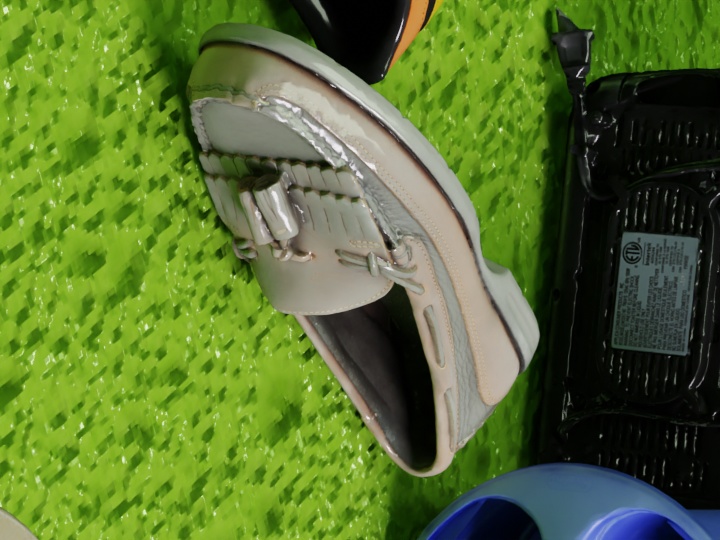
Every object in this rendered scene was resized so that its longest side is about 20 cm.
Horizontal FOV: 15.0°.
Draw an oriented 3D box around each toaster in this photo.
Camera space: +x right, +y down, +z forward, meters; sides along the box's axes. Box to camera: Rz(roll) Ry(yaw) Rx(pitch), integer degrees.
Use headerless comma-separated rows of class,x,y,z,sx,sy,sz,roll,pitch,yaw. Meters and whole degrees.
toaster,0.165,0.011,1.014,0.119,0.180,0.201,7,88,-60

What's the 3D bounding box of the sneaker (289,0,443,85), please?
sneaker,-0.020,-0.138,0.807,0.200,0.070,0.090,55,46,-47

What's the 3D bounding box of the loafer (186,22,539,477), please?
loafer,0.000,0.000,0.858,0.200,0.072,0.063,50,59,-51

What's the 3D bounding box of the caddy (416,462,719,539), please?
caddy,0.078,0.163,0.925,0.105,0.141,0.201,-5,96,-62

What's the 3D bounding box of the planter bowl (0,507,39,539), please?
planter bowl,-0.143,0.099,0.580,0.200,0.134,0.201,-6,97,-57
